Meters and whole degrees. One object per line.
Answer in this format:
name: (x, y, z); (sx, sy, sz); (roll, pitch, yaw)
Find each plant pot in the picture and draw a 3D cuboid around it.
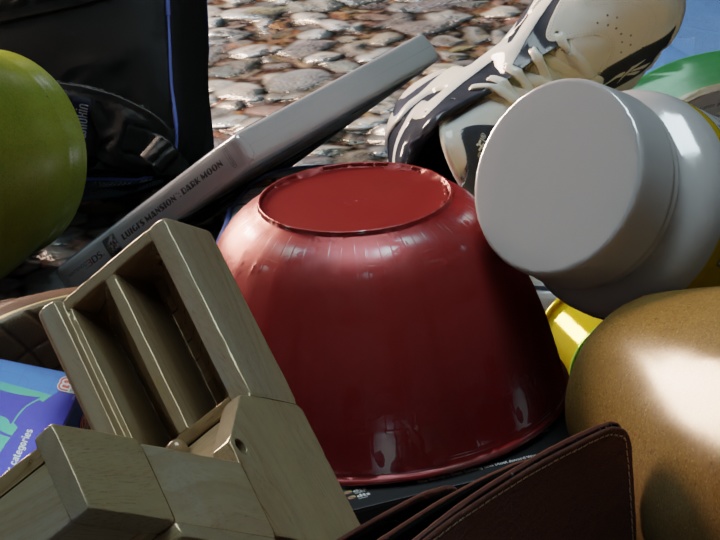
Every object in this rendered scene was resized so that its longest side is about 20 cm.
plant pot: (0.180, 0.079, 1.159); (0.186, 0.187, 0.200); (-15, 23, -25)
plant pot: (-0.262, -0.055, 1.564); (0.200, 0.201, 0.193); (9, 14, 27)

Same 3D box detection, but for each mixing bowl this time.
mixing bowl: (0.002, 0.013, 1.306); (0.200, 0.109, 0.200); (-3, 23, 1)

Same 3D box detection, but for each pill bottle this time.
pill bottle: (0.151, -0.024, 1.309); (0.114, 0.114, 0.200); (18, 0, 41)

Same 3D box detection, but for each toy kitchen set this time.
toy kitchen set: (-0.141, 0.085, 1.129); (0.200, 0.163, 0.181); (18, 39, -57)

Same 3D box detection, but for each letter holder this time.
letter holder: (0.018, 0.142, 1.082); (0.100, 0.142, 0.200); (14, 29, 36)

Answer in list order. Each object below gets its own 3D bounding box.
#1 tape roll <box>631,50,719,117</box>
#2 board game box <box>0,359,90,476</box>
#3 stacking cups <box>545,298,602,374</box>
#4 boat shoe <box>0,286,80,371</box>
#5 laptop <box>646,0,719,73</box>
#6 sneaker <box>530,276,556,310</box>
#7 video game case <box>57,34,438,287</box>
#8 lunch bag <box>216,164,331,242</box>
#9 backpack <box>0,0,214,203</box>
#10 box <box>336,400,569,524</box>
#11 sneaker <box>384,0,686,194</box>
tape roll: (0.224, -0.037, 1.490); (0.200, 0.048, 0.201); (0, 49, 0)
board game box: (-0.241, 0.097, 1.228); (0.200, 0.045, 0.152); (10, 48, 12)
stacking cups: (0.160, 0.071, 1.344); (0.060, 0.061, 0.200); (-13, 28, -21)
boat shoe: (-0.193, 0.046, 1.364); (0.200, 0.072, 0.068); (-17, 28, -23)
laptop: (0.251, -0.129, 1.669); (0.187, 0.116, 0.200); (10, -5, 5)
sneaker: (0.143, -0.029, 1.558); (0.073, 0.071, 0.200); (10, 26, 31)
video game case: (-0.067, -0.065, 1.608); (0.182, 0.023, 0.200); (-34, -1, 41)
lunch bag: (0.000, 0.000, 1.512); (0.160, 0.076, 0.200); (1, 22, 6)
backpack: (-0.196, -0.130, 1.721); (0.200, 0.183, 0.147); (-5, -3, 13)
box: (0.002, 0.098, 1.307); (0.200, 0.050, 0.158); (-12, 24, -18)
sneaker: (0.090, -0.087, 1.464); (0.199, 0.080, 0.130); (-25, 26, 25)
